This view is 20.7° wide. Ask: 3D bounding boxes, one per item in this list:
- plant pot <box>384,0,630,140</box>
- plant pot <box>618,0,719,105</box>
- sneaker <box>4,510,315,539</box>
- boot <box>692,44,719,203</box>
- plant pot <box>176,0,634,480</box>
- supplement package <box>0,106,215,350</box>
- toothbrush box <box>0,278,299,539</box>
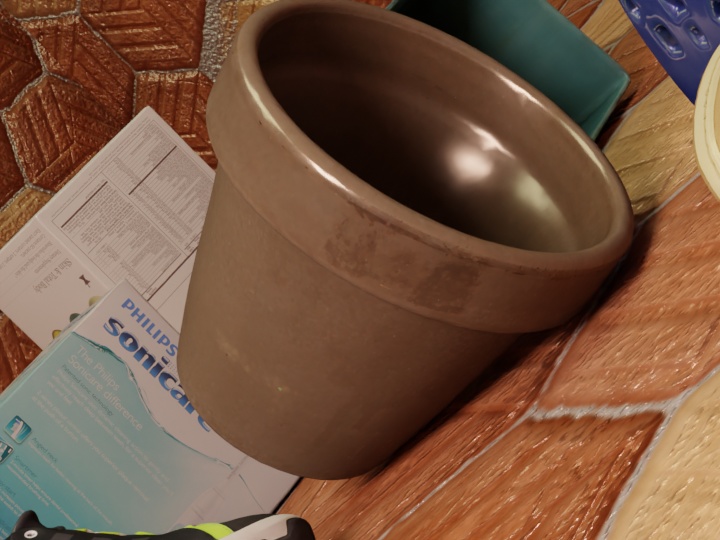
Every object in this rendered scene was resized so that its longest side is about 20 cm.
[{"bbox_3d":[0.036,-0.072,1.211,0.200,0.141,0.141,-47,4,39],"label":"plant pot"},{"bbox_3d":[0.200,-0.211,0.906,0.200,0.180,0.200,-45,7,-14],"label":"plant pot"},{"bbox_3d":[-0.119,0.131,0.849,0.200,0.083,0.072,-19,-32,-15],"label":"sneaker"},{"bbox_3d":[0.207,-0.100,0.677,0.200,0.073,0.155,-43,3,-39],"label":"boot"},{"bbox_3d":[0.000,0.000,0.910,0.175,0.200,0.200,-61,-1,28],"label":"plant pot"},{"bbox_3d":[-0.174,0.008,1.598,0.151,0.200,0.152,-50,9,-35],"label":"supplement package"},{"bbox_3d":[-0.146,0.127,1.027,0.200,0.146,0.085,-51,10,-35],"label":"toothbrush box"}]
